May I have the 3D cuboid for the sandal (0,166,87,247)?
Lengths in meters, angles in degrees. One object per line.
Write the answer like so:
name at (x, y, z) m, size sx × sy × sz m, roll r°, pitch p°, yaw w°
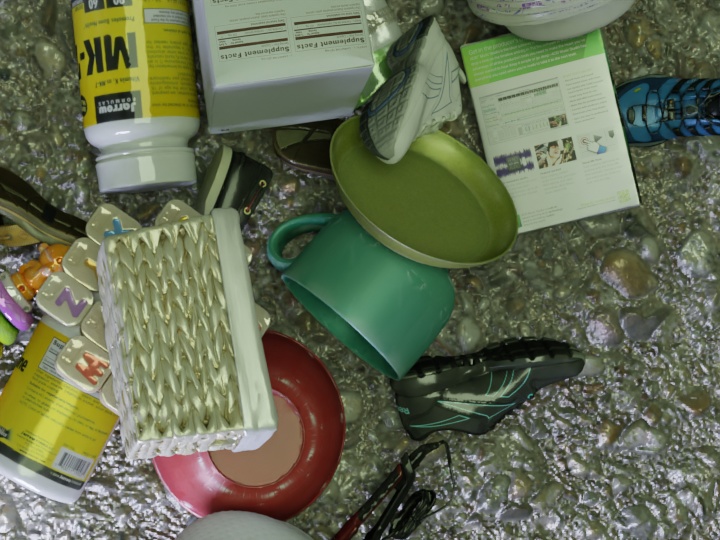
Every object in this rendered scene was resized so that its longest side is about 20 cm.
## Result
sandal at (-0.325, -0.045, 1.480) m, size 0.199 × 0.080 × 0.054 m, roll 32°, pitch 106°, yaw -10°

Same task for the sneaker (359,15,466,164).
sneaker at (0.061, -0.165, 1.479) m, size 0.087 × 0.074 × 0.201 m, roll 45°, pitch 42°, yaw -20°

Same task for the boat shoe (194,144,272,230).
boat shoe at (-0.147, -0.019, 1.496) m, size 0.063 × 0.074 × 0.203 m, roll 24°, pitch 90°, yaw -18°

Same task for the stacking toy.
stacking toy at (-0.352, 0.038, 1.442) m, size 0.199 × 0.110 × 0.116 m, roll -37°, pitch 94°, yaw -3°

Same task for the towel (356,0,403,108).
towel at (-0.045, -0.255, 1.540) m, size 0.148 × 0.031 × 0.201 m, roll -31°, pitch 93°, yaw -7°

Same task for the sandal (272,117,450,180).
sandal at (0.005, -0.101, 1.528) m, size 0.198 × 0.055 × 0.082 m, roll 14°, pitch 66°, yaw -9°

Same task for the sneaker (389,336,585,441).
sneaker at (0.130, 0.118, 1.542) m, size 0.198 × 0.075 × 0.080 m, roll -10°, pitch 103°, yaw -2°

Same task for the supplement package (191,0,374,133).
supplement package at (-0.081, -0.252, 1.416) m, size 0.146 × 0.191 × 0.202 m, roll -8°, pitch 84°, yaw -8°

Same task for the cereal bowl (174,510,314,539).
cereal bowl at (-0.087, 0.298, 1.453) m, size 0.199 × 0.200 × 0.084 m, roll 37°, pitch 48°, yaw -5°

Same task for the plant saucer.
plant saucer at (0.056, -0.070, 1.450) m, size 0.199 × 0.201 × 0.031 m, roll 27°, pitch 127°, yaw -7°

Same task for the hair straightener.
hair straightener at (0.030, 0.255, 1.525) m, size 0.077 × 0.041 × 0.200 m, roll 40°, pitch 86°, yaw -6°

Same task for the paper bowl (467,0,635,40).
paper bowl at (0.197, -0.300, 1.499) m, size 0.199 × 0.201 × 0.105 m, roll -25°, pitch 121°, yaw -8°

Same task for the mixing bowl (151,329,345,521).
mixing bowl at (-0.105, 0.157, 1.481) m, size 0.198 × 0.108 × 0.202 m, roll 0°, pitch 89°, yaw -9°

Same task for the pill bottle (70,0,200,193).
pill bottle at (-0.213, -0.179, 1.472) m, size 0.113 × 0.114 × 0.202 m, roll -6°, pitch 89°, yaw -8°

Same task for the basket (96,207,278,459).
basket at (-0.157, 0.063, 1.343) m, size 0.122 × 0.136 × 0.202 m, roll -9°, pitch 79°, yaw -15°

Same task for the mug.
mug at (0.005, 0.003, 1.478) m, size 0.185 × 0.152 × 0.115 m, roll 43°, pitch 81°, yaw -5°

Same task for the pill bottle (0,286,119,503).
pill bottle at (-0.273, 0.108, 1.456) m, size 0.112 × 0.112 × 0.201 m, roll 28°, pitch 84°, yaw -6°

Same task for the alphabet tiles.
alphabet tiles at (-0.190, 0.035, 1.420) m, size 0.195 × 0.015 × 0.201 m, roll 35°, pitch 70°, yaw -5°

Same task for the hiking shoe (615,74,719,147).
hiking shoe at (0.338, -0.170, 1.563) m, size 0.198 × 0.087 × 0.075 m, roll -7°, pitch 89°, yaw -8°

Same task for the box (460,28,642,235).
box at (0.192, -0.147, 1.546) m, size 0.143 × 0.036 × 0.202 m, roll -13°, pitch 91°, yaw 12°
